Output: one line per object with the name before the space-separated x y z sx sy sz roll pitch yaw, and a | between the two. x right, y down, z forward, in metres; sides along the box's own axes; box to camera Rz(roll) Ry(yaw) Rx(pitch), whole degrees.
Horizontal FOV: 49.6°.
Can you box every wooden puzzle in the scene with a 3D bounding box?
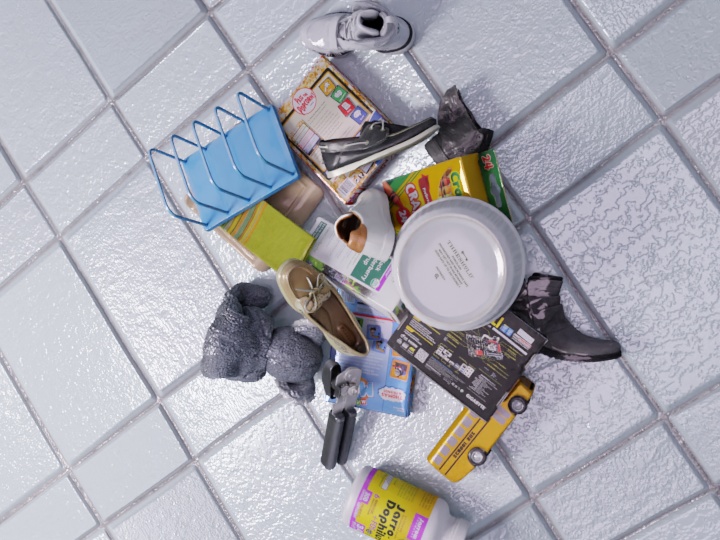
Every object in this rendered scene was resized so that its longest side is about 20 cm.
wooden puzzle | -0.187 -0.129 1.372 0.199 0.037 0.186 40 102 6

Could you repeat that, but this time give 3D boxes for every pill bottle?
pill bottle | 0.076 0.407 1.283 0.198 0.104 0.106 21 98 14

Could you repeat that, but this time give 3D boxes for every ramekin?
ramekin | 0.135 -0.005 1.126 0.199 0.094 0.206 2 97 14

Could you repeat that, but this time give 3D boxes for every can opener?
can opener | -0.036 0.241 1.312 0.066 0.052 0.203 33 125 44

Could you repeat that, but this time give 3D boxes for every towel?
towel | -0.159 -0.063 1.300 0.199 0.018 0.087 36 104 34

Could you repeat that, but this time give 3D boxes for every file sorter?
file sorter | -0.226 -0.178 1.279 0.198 0.122 0.140 -27 74 18

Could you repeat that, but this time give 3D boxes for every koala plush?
koala plush | -0.153 0.133 1.313 0.197 0.184 0.180 18 96 1

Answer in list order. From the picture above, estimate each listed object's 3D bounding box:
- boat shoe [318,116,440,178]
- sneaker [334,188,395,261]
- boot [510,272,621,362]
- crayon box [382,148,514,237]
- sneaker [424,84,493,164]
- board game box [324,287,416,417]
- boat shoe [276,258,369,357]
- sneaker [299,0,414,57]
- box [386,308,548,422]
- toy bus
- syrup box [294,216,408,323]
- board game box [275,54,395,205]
boat shoe | 0.028 -0.208 1.234 0.198 0.072 0.069 -17 94 17
sneaker | 0.000 -0.085 1.230 0.083 0.201 0.074 12 113 -13
boot | 0.310 0.072 1.219 0.197 0.070 0.134 4 89 12
crayon box | 0.133 -0.104 1.218 0.199 0.050 0.129 -14 93 44
sneaker | 0.178 -0.186 1.245 0.104 0.060 0.201 -42 78 19
board game box | 0.023 0.134 1.319 0.149 0.037 0.203 8 94 16
boat shoe | -0.054 0.059 1.243 0.073 0.063 0.200 -49 114 -13
sneaker | -0.017 -0.393 1.262 0.197 0.115 0.076 5 94 16
box | 0.163 0.108 1.203 0.199 0.049 0.161 36 98 9
toy bus | 0.197 0.248 1.260 0.078 0.065 0.201 38 103 13
syrup box | 0.000 0.000 1.272 0.199 0.082 0.079 29 81 23
board game box | -0.039 -0.235 1.313 0.200 0.046 0.152 46 104 9
